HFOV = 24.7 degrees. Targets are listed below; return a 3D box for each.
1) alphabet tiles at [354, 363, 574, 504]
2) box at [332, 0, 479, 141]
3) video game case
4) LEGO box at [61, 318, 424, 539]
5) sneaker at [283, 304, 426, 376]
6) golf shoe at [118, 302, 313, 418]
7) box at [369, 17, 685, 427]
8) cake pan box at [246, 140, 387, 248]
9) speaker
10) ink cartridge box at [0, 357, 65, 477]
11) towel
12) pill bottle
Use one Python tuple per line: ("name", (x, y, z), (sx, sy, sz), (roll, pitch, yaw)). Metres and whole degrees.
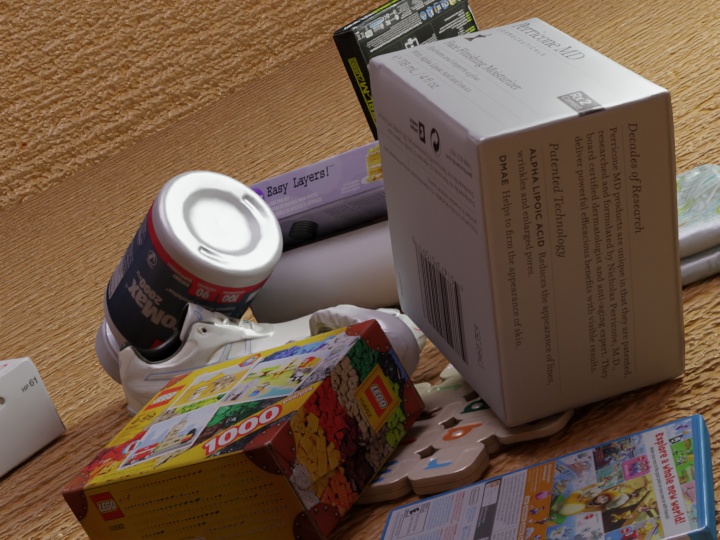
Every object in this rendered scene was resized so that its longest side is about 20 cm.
("alphabet tiles", (0.071, 0.099, 1.126), (0.194, 0.015, 0.200), (-14, 17, 32))
("box", (0.077, -0.234, 1.975), (0.047, 0.194, 0.200), (-4, 25, 48))
("video game case", (0.098, 0.144, 0.914), (0.199, 0.018, 0.143), (-20, 14, 16))
("LEGO box", (-0.079, 0.122, 1.111), (0.199, 0.078, 0.149), (-18, 20, 37))
("sneaker", (0.010, 0.054, 1.217), (0.099, 0.078, 0.200), (-22, 1, -21))
("golf shoe", (-0.107, 0.065, 1.376), (0.199, 0.098, 0.078), (-25, 12, -12))
("box", (0.107, -0.038, 1.083), (0.130, 0.201, 0.199), (-15, 25, -15))
("cake pan box", (0.015, -0.055, 1.524), (0.183, 0.053, 0.200), (-15, -20, 31))
("speaker", (0.000, 0.000, 1.475), (0.199, 0.082, 0.081), (-16, 15, 28))
("ink cartridge box", (-0.393, 0.155, 1.532), (0.199, 0.085, 0.144), (-11, 19, 46))
("towel", (0.210, -0.022, 1.281), (0.199, 0.048, 0.171), (-22, 13, 10))
("pill bottle", (-0.160, 0.018, 1.461), (0.119, 0.120, 0.200), (-39, -11, -47))
